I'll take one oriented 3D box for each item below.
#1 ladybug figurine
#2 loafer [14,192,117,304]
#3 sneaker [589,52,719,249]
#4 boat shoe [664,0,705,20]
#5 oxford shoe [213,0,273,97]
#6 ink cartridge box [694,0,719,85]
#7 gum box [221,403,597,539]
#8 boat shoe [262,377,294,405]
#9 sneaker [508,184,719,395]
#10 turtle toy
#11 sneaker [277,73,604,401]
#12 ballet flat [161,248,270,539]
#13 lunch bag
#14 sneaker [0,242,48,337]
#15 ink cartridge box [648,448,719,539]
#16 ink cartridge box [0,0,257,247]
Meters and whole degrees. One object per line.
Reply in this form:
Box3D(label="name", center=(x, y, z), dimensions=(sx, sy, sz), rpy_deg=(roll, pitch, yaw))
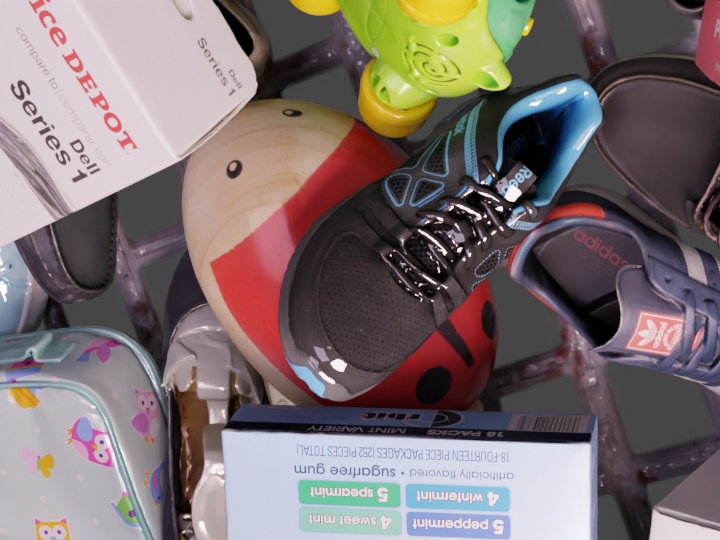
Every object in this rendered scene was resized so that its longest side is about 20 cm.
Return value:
Box3D(label="ladybug figurine", center=(0.000, 0.000, 1.010), dimensions=(0.200, 0.136, 0.072), rpy_deg=(46, 156, -15))
Box3D(label="loafer", center=(-0.160, -0.082, 1.119), dimensions=(0.070, 0.068, 0.202), rpy_deg=(-4, 97, 36))
Box3D(label="sneaker", center=(0.177, -0.036, 0.930), dimensions=(0.199, 0.106, 0.075), rpy_deg=(30, 114, 18))
Box3D(label="boat shoe", center=(0.191, -0.199, 0.913), dimensions=(0.068, 0.057, 0.201), rpy_deg=(30, 114, 19))
Box3D(label="oxford shoe", center=(-0.135, -0.148, 1.052), dimensions=(0.199, 0.075, 0.071), rpy_deg=(20, 84, -3))
Box3D(label="ink cartridge box", center=(0.231, -0.168, 0.853), dimensions=(0.145, 0.083, 0.202), rpy_deg=(5, 107, -6))
Box3D(label="gum box", center=(0.025, 0.165, 0.956), dimensions=(0.168, 0.045, 0.202), rpy_deg=(1, 104, 11))
Box3D(label="boat shoe", center=(-0.029, 0.004, 1.071), dimensions=(0.063, 0.073, 0.202), rpy_deg=(-13, 99, 25))
Box3D(label="sneaker", center=(0.156, 0.027, 0.969), dimensions=(0.199, 0.084, 0.075), rpy_deg=(25, 112, 20))
Box3D(label="turtle toy", center=(0.023, -0.170, 0.976), dimensions=(0.201, 0.101, 0.146), rpy_deg=(59, 160, 16))
Box3D(label="sneaker", center=(0.036, -0.024, 0.942), dimensions=(0.073, 0.200, 0.082), rpy_deg=(46, 150, -12))
Box3D(label="ballet flat", center=(-0.073, 0.081, 1.090), dimensions=(0.073, 0.073, 0.202), rpy_deg=(1, 88, 27))
Box3D(label="lunch bag", center=(-0.186, 0.110, 1.162), dimensions=(0.199, 0.077, 0.162), rpy_deg=(-6, 110, 27))
Box3D(label="sneaker", center=(-0.234, -0.047, 1.158), dimensions=(0.073, 0.082, 0.202), rpy_deg=(-7, 100, 30))
Box3D(label="ink cartridge box", center=(0.209, 0.195, 0.947), dimensions=(0.144, 0.145, 0.202), rpy_deg=(13, 107, 24))
Box3D(label="ink cartridge box", center=(-0.171, -0.099, 1.004), dimensions=(0.199, 0.084, 0.147), rpy_deg=(-22, 107, 38))
